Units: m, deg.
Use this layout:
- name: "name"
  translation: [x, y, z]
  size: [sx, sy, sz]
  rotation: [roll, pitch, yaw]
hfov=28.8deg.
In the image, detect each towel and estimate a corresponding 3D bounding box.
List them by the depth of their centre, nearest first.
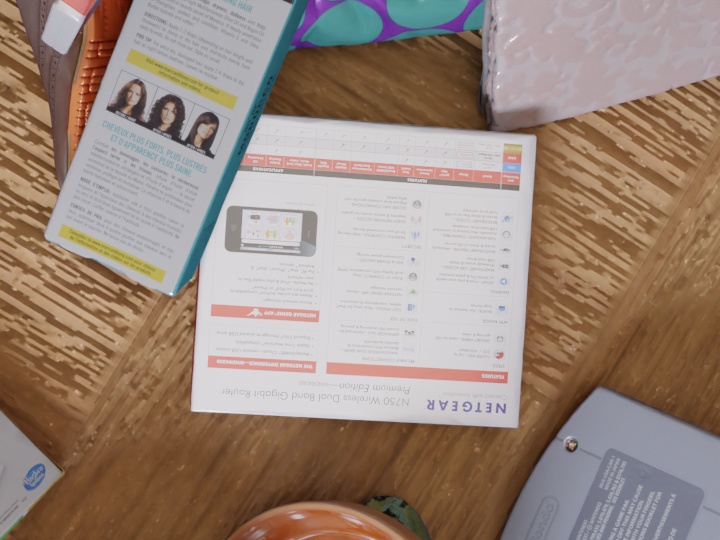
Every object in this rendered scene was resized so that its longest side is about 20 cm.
- name: "towel"
  translation: [0.161, -0.166, 0.808]
  size: [0.191, 0.200, 0.032]
  rotation: [-16, 61, -7]

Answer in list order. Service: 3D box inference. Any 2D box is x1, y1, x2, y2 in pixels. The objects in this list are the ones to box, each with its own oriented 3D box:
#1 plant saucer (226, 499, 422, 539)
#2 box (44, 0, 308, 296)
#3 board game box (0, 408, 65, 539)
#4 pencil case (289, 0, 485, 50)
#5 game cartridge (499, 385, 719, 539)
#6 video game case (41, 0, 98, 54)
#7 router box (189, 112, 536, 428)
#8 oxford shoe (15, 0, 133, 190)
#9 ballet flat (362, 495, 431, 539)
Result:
- name: "plant saucer"
  translation: [-0.015, 0.233, 0.810]
  size: [0.200, 0.032, 0.200]
  rotation: [-2, 87, 32]
- name: "box"
  translation: [-0.098, -0.094, 0.771]
  size: [0.082, 0.049, 0.200]
  rotation: [25, 104, 1]
- name: "board game box"
  translation: [-0.286, 0.095, 0.774]
  size: [0.200, 0.040, 0.153]
  rotation: [47, 45, -5]
- name: "pencil case"
  translation: [0.017, -0.178, 0.831]
  size: [0.200, 0.092, 0.085]
  rotation: [-10, 88, -9]
- name: "game cartridge"
  translation: [0.149, 0.178, 0.841]
  size: [0.133, 0.040, 0.200]
  rotation: [24, 89, 29]
- name: "video game case"
  translation: [-0.099, -0.203, 0.715]
  size: [0.017, 0.143, 0.200]
  rotation: [33, 84, -14]
- name: "router box"
  translation: [0.000, 0.000, 0.850]
  size: [0.200, 0.049, 0.180]
  rotation: [4, 90, -8]
- name: "oxford shoe"
  translation: [-0.164, -0.136, 0.830]
  size: [0.073, 0.071, 0.200]
  rotation: [11, 99, 30]
- name: "ballet flat"
  translation: [0.020, 0.239, 0.844]
  size: [0.074, 0.074, 0.200]
  rotation: [1, 90, -8]
